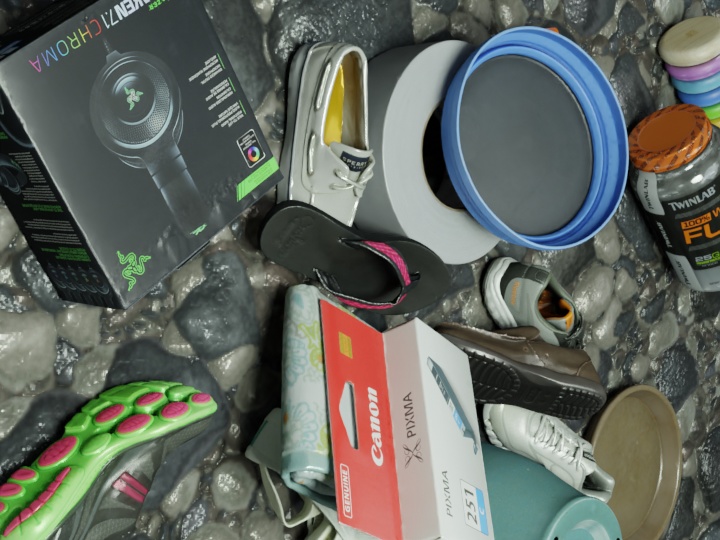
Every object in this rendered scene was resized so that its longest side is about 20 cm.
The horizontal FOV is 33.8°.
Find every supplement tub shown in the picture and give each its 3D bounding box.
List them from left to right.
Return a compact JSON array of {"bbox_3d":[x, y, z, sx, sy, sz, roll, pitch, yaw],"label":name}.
[{"bbox_3d":[0.387,-0.084,1.369,0.123,0.121,0.201,-53,125,-27],"label":"supplement tub"}]

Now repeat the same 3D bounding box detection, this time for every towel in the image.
[{"bbox_3d":[0.000,0.127,1.017,0.199,0.048,0.173,37,38,-43],"label":"towel"}]

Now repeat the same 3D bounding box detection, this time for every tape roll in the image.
[{"bbox_3d":[0.069,-0.108,1.099,0.198,0.066,0.204,-3,94,-43],"label":"tape roll"}]

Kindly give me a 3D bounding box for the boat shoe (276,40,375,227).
[{"bbox_3d":[-0.022,-0.093,1.007,0.070,0.069,0.204,0,96,-43],"label":"boat shoe"}]

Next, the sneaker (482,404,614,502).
[{"bbox_3d":[0.198,0.180,1.233,0.200,0.080,0.076,47,64,-33],"label":"sneaker"}]

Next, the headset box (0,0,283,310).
[{"bbox_3d":[-0.171,-0.094,0.850,0.174,0.092,0.202,-42,120,-33],"label":"headset box"}]

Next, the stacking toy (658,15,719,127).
[{"bbox_3d":[0.423,-0.201,1.434,0.086,0.085,0.202,-49,129,-30],"label":"stacking toy"}]

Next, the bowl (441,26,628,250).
[{"bbox_3d":[0.158,-0.118,1.080,0.198,0.039,0.204,5,80,-29],"label":"bowl"}]

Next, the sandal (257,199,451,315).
[{"bbox_3d":[0.000,0.000,1.004,0.198,0.045,0.076,20,110,-37],"label":"sandal"}]

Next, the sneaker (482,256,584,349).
[{"bbox_3d":[0.199,0.068,1.228,0.201,0.079,0.074,53,57,-34],"label":"sneaker"}]

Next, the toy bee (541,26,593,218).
[{"bbox_3d":[0.181,-0.135,1.200,0.129,0.109,0.203,12,69,-13],"label":"toy bee"}]

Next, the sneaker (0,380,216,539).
[{"bbox_3d":[-0.188,0.152,0.875,0.199,0.076,0.085,-37,134,-33],"label":"sneaker"}]

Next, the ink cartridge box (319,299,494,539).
[{"bbox_3d":[0.041,0.134,0.987,0.176,0.044,0.203,35,40,-46],"label":"ink cartridge box"}]

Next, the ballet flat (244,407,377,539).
[{"bbox_3d":[-0.036,0.208,1.025,0.070,0.069,0.201,-46,115,-31],"label":"ballet flat"}]

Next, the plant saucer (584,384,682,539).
[{"bbox_3d":[0.313,0.233,1.382,0.198,0.029,0.204,-3,94,-43],"label":"plant saucer"}]

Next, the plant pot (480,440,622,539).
[{"bbox_3d":[0.133,0.263,1.101,0.198,0.186,0.204,-4,96,-44],"label":"plant pot"}]

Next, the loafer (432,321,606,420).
[{"bbox_3d":[0.147,0.090,1.165,0.197,0.073,0.072,19,45,-19],"label":"loafer"}]
